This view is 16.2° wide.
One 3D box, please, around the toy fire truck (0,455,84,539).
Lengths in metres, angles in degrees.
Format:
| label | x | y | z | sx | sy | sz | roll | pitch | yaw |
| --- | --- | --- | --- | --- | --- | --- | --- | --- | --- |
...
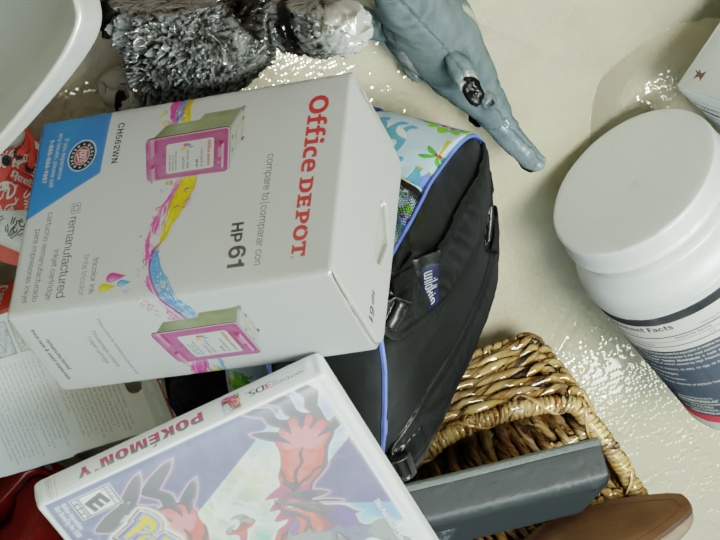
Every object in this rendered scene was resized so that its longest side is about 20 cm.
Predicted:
| label | x | y | z | sx | sy | sz | roll | pitch | yaw |
| --- | --- | --- | --- | --- | --- | --- | --- | --- | --- |
| toy fire truck | -0.240 | 0.211 | 1.598 | 0.129 | 0.200 | 0.176 | 35 | 103 | -33 |

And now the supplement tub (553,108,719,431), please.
| label | x | y | z | sx | sy | sz | roll | pitch | yaw |
| --- | --- | --- | --- | --- | --- | --- | --- | --- | --- |
| supplement tub | 0.231 | 0.002 | 1.688 | 0.140 | 0.140 | 0.200 | -39 | 125 | 5 |

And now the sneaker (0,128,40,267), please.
| label | x | y | z | sx | sy | sz | roll | pitch | yaw |
| --- | --- | --- | --- | --- | --- | --- | --- | --- | --- |
| sneaker | -0.210 | -0.065 | 1.527 | 0.201 | 0.067 | 0.108 | 12 | 117 | -23 |

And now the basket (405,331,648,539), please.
| label | x | y | z | sx | sy | sz | roll | pitch | yaw |
| --- | --- | --- | --- | --- | --- | --- | --- | --- | --- |
| basket | 0.082 | 0.157 | 1.702 | 0.200 | 0.149 | 0.143 | -31 | 140 | 0 |

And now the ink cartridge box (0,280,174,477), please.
| label | x | y | z | sx | sy | sz | roll | pitch | yaw |
| --- | --- | --- | --- | --- | --- | --- | --- | --- | --- |
| ink cartridge box | -0.224 | 0.069 | 1.572 | 0.199 | 0.050 | 0.109 | -17 | 113 | 7 |

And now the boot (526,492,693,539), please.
| label | x | y | z | sx | sy | sz | roll | pitch | yaw |
| --- | --- | --- | --- | --- | --- | --- | --- | --- | --- |
| boot | 0.141 | 0.244 | 1.676 | 0.199 | 0.070 | 0.147 | -20 | 114 | -3 |

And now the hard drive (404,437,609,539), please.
| label | x | y | z | sx | sy | sz | roll | pitch | yaw |
| --- | --- | --- | --- | --- | --- | --- | --- | --- | --- |
| hard drive | 0.052 | 0.153 | 1.594 | 0.199 | 0.033 | 0.140 | -13 | 168 | -5 |

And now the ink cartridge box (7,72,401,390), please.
| label | x | y | z | sx | sy | sz | roll | pitch | yaw |
| --- | --- | --- | --- | --- | --- | --- | --- | --- | --- |
| ink cartridge box | -0.086 | -0.022 | 1.442 | 0.199 | 0.145 | 0.085 | -8 | 143 | 17 |

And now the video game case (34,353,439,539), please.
| label | x | y | z | sx | sy | sz | roll | pitch | yaw |
| --- | --- | --- | --- | --- | --- | --- | --- | --- | --- |
| video game case | -0.065 | 0.150 | 1.473 | 0.182 | 0.023 | 0.200 | -25 | 133 | 6 |

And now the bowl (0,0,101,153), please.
| label | x | y | z | sx | sy | sz | roll | pitch | yaw |
| --- | --- | --- | --- | --- | --- | --- | --- | --- | --- |
| bowl | -0.243 | -0.148 | 1.406 | 0.200 | 0.200 | 0.075 | -44 | 168 | 24 |

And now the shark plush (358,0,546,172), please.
| label | x | y | z | sx | sy | sz | roll | pitch | yaw |
| --- | --- | --- | --- | --- | --- | --- | --- | --- | --- |
| shark plush | 0.050 | -0.126 | 1.578 | 0.091 | 0.083 | 0.200 | -28 | 125 | -3 |

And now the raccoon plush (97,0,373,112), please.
| label | x | y | z | sx | sy | sz | roll | pitch | yaw |
| --- | --- | --- | --- | --- | --- | --- | --- | --- | --- |
| raccoon plush | -0.080 | -0.103 | 1.493 | 0.097 | 0.200 | 0.134 | -33 | 129 | -33 |

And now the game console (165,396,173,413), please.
| label | x | y | z | sx | sy | sz | roll | pitch | yaw |
| --- | --- | --- | --- | --- | --- | --- | --- | --- | --- |
| game console | -0.156 | 0.213 | 1.622 | 0.170 | 0.118 | 0.201 | -32 | 145 | -33 |

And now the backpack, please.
| label | x | y | z | sx | sy | sz | roll | pitch | yaw |
| --- | --- | --- | --- | --- | --- | --- | --- | --- | --- |
| backpack | 0.000 | 0.000 | 1.574 | 0.146 | 0.200 | 0.183 | 15 | 138 | 19 |

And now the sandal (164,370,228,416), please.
| label | x | y | z | sx | sy | sz | roll | pitch | yaw |
| --- | --- | --- | --- | --- | --- | --- | --- | --- | --- |
| sandal | -0.060 | 0.082 | 1.689 | 0.200 | 0.048 | 0.075 | 22 | 113 | -44 |

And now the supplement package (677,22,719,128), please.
| label | x | y | z | sx | sy | sz | roll | pitch | yaw |
| --- | --- | --- | --- | --- | --- | --- | --- | --- | --- |
| supplement package | 0.355 | -0.124 | 1.630 | 0.200 | 0.147 | 0.192 | 38 | 85 | -33 |
